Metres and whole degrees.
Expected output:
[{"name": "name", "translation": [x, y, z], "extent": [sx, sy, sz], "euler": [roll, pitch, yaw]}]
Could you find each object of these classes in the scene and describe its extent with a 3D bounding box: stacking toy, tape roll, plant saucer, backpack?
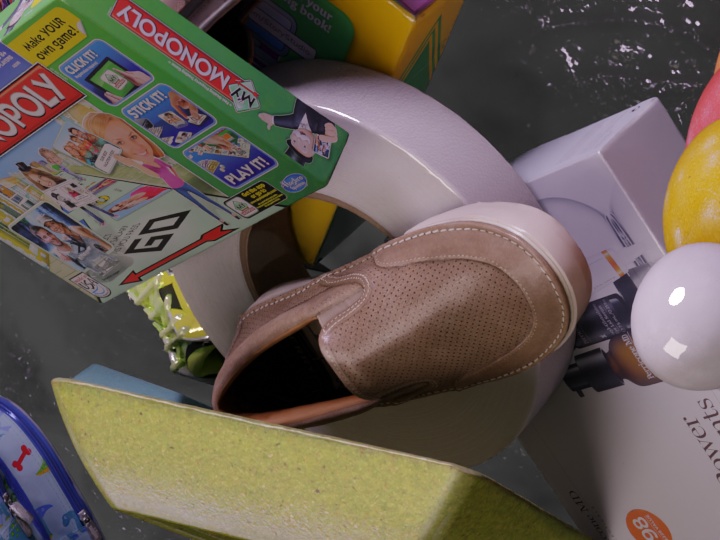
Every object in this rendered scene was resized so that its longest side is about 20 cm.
[{"name": "stacking toy", "translation": [0.153, -0.021, 0.833], "extent": [0.146, 0.200, 0.146], "euler": [25, 137, 26]}, {"name": "tape roll", "translation": [0.000, 0.000, 1.039], "extent": [0.202, 0.037, 0.203], "euler": [23, 137, 23]}, {"name": "plant saucer", "translation": [-0.015, 0.108, 1.033], "extent": [0.199, 0.048, 0.200], "euler": [10, 168, 24]}, {"name": "plant saucer", "translation": [-0.064, 0.085, 1.182], "extent": [0.070, 0.019, 0.200], "euler": [17, 171, 34]}, {"name": "backpack", "translation": [-0.264, 0.151, 1.414], "extent": [0.183, 0.147, 0.200], "euler": [0, 127, 42]}]

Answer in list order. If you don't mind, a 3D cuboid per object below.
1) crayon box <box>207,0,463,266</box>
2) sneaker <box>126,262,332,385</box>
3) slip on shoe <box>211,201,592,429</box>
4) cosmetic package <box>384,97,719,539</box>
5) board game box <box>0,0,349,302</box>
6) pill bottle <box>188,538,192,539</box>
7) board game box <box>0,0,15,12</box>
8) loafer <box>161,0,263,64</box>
[{"name": "crayon box", "translation": [-0.061, -0.125, 1.061], "extent": [0.200, 0.058, 0.173], "euler": [38, 139, 12]}, {"name": "sneaker", "translation": [-0.080, 0.008, 1.176], "extent": [0.200, 0.076, 0.076], "euler": [31, 139, 19]}, {"name": "slip on shoe", "translation": [0.011, 0.026, 0.975], "extent": [0.200, 0.061, 0.076], "euler": [-13, 115, 46]}, {"name": "cosmetic package", "translation": [0.121, 0.037, 1.035], "extent": [0.200, 0.052, 0.151], "euler": [55, 144, -10]}, {"name": "board game box", "translation": [-0.113, -0.055, 0.997], "extent": [0.134, 0.029, 0.200], "euler": [33, 149, -21]}, {"name": "pill bottle", "translation": [-0.065, 0.208, 1.306], "extent": [0.112, 0.112, 0.200], "euler": [38, 140, 11]}, {"name": "board game box", "translation": [-0.164, -0.194, 1.052], "extent": [0.200, 0.023, 0.105], "euler": [66, 148, 22]}, {"name": "loafer", "translation": [-0.065, -0.106, 0.983], "extent": [0.063, 0.072, 0.200], "euler": [38, 137, 0]}]
